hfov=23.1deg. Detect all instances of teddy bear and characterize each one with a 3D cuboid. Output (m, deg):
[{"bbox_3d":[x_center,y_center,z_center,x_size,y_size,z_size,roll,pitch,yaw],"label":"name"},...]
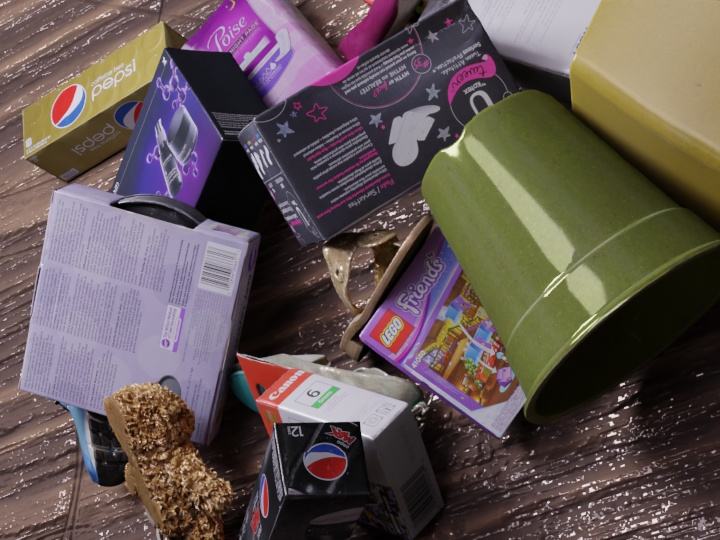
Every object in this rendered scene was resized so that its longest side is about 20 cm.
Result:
[{"bbox_3d":[-0.152,0.188,1.499,0.201,0.067,0.145,64,156,15],"label":"teddy bear"}]

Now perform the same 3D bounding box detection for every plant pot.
[{"bbox_3d":[0.146,-0.025,1.288,0.200,0.200,0.190,-42,69,14],"label":"plant pot"},{"bbox_3d":[0.256,-0.151,1.258,0.176,0.200,0.201,26,84,12],"label":"plant pot"}]

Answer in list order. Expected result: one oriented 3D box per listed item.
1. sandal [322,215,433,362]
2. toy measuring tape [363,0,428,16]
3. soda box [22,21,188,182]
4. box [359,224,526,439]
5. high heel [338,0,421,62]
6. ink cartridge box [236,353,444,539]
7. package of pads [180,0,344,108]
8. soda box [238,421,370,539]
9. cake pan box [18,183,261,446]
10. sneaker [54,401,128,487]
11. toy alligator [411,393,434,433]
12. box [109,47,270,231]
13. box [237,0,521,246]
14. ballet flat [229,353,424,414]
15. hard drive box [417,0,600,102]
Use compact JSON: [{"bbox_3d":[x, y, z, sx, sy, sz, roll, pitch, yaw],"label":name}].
[{"bbox_3d":[-0.003,0.004,1.430,0.070,0.212,0.078,35,62,8],"label":"sandal"},{"bbox_3d":[0.012,-0.286,1.653,0.074,0.073,0.200,-53,47,4],"label":"toy measuring tape"},{"bbox_3d":[-0.254,-0.171,1.809,0.199,0.064,0.068,-27,53,25],"label":"soda box"},{"bbox_3d":[0.111,0.012,1.384,0.137,0.039,0.200,36,86,6],"label":"box"},{"bbox_3d":[0.016,-0.251,1.557,0.096,0.201,0.067,30,44,28],"label":"high heel"},{"bbox_3d":[-0.032,0.141,1.439,0.199,0.109,0.050,13,44,42],"label":"ink cartridge box"},{"bbox_3d":[-0.081,-0.182,1.671,0.121,0.076,0.200,-46,48,9],"label":"package of pads"},{"bbox_3d":[-0.047,0.192,1.380,0.200,0.070,0.064,110,156,-55],"label":"soda box"},{"bbox_3d":[-0.195,0.034,1.549,0.183,0.052,0.201,14,104,8],"label":"cake pan box"},{"bbox_3d":[-0.245,0.120,1.665,0.090,0.078,0.201,-46,42,38],"label":"sneaker"},{"bbox_3d":[0.093,0.048,1.425,0.054,0.059,0.201,13,77,42],"label":"toy alligator"},{"bbox_3d":[-0.155,-0.082,1.620,0.141,0.079,0.201,58,134,40],"label":"box"},{"bbox_3d":[0.017,-0.116,1.435,0.199,0.115,0.132,-30,3,-9],"label":"box"},{"bbox_3d":[-0.026,0.104,1.501,0.199,0.068,0.062,14,45,42],"label":"ballet flat"},{"bbox_3d":[0.167,-0.233,1.498,0.200,0.077,0.156,25,85,44],"label":"hard drive box"}]
